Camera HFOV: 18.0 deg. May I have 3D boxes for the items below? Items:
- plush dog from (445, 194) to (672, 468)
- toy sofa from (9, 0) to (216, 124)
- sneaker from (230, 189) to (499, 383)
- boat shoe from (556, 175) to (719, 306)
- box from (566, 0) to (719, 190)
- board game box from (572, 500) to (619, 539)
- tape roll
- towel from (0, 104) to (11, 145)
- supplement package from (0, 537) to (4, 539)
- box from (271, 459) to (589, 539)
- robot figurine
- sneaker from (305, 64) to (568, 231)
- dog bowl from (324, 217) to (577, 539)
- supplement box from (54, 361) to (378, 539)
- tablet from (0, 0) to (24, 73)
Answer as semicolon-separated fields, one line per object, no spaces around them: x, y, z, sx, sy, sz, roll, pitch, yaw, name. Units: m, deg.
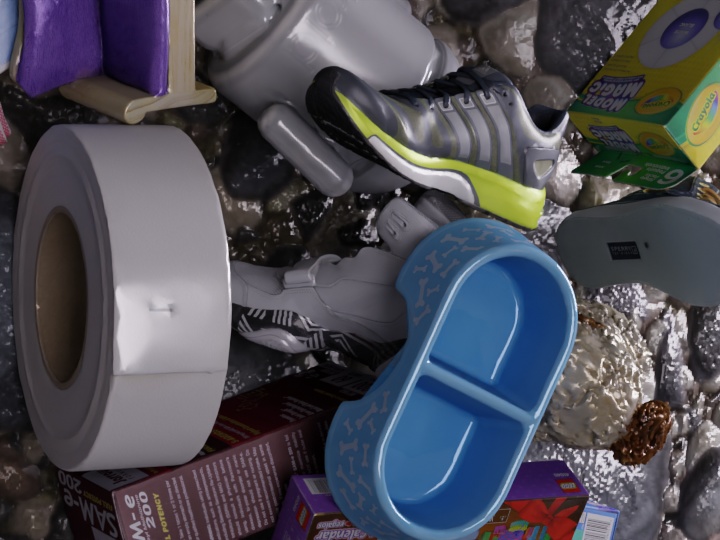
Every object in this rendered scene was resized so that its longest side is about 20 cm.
0.110;0.060;1.460;0.200;0.172;0.161;43;76;-23;plush dog
-0.143;-0.190;1.310;0.097;0.083;0.201;-12;112;-36;toy sofa
0.000;0.000;1.404;0.075;0.199;0.116;-14;119;-66;sneaker
0.217;-0.029;1.491;0.091;0.200;0.071;-24;105;-26;boat shoe
0.223;-0.140;1.529;0.048;0.117;0.200;45;75;-28;box
0.066;0.215;1.521;0.199;0.045;0.153;14;89;-26;board game box
-0.142;0.015;1.320;0.070;0.202;0.204;0;94;-25;tape roll
-0.319;-0.099;1.326;0.199;0.030;0.147;-29;105;-18;towel
-0.268;0.205;1.302;0.200;0.150;0.152;36;78;-23;supplement package
0.033;0.187;1.416;0.199;0.039;0.137;-1;125;-29;box
-0.015;-0.125;1.418;0.200;0.113;0.170;37;52;-24;robot figurine
0.047;-0.090;1.352;0.200;0.074;0.081;20;96;-46;sneaker
0.058;0.068;1.327;0.111;0.050;0.201;27;86;-26;dog bowl
-0.076;0.121;1.411;0.199;0.109;0.061;-20;104;-24;supplement box
-0.294;-0.137;1.309;0.200;0.014;0.131;-34;107;-17;tablet
